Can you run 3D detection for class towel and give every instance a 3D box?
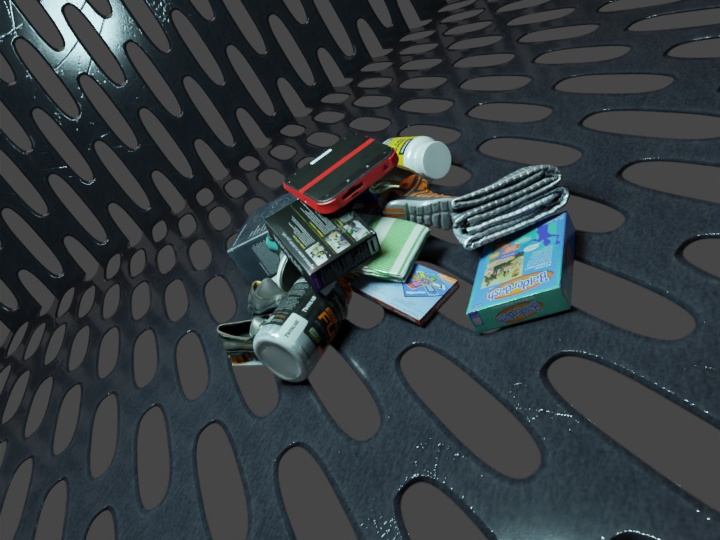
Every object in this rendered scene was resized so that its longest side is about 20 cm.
[{"bbox_3d":[0.021,-0.048,1.247,0.196,0.024,0.154,10,49,27],"label":"towel"},{"bbox_3d":[0.246,-0.118,1.127,0.196,0.087,0.166,-23,7,9],"label":"towel"}]

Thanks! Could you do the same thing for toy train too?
[{"bbox_3d":[0.022,-0.193,1.339,0.197,0.085,0.117,-4,47,40],"label":"toy train"}]

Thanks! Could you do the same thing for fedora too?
[{"bbox_3d":[0.054,-0.165,1.474,0.198,0.199,0.084,-12,62,41],"label":"fedora"}]

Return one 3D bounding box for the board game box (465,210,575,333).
[{"bbox_3d":[0.253,0.000,1.021,0.150,0.045,0.201,-19,28,32],"label":"board game box"}]

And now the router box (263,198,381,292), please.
[{"bbox_3d":[-0.075,-0.068,1.239,0.147,0.052,0.200,-31,47,-13],"label":"router box"}]

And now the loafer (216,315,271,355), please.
[{"bbox_3d":[-0.216,0.125,1.320,0.197,0.063,0.072,-17,28,36],"label":"loafer"}]

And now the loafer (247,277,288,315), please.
[{"bbox_3d":[-0.192,0.053,1.351,0.071,0.074,0.199,-7,-1,-29],"label":"loafer"}]

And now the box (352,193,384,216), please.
[{"bbox_3d":[-0.027,-0.072,1.435,0.197,0.116,0.133,-5,36,44],"label":"box"}]

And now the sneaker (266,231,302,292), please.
[{"bbox_3d":[-0.150,-0.040,1.341,0.119,0.084,0.202,-8,45,39],"label":"sneaker"}]

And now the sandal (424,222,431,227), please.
[{"bbox_3d":[0.120,-0.104,1.388,0.079,0.055,0.200,-6,22,36],"label":"sandal"}]

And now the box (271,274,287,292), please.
[{"bbox_3d":[-0.151,0.006,1.547,0.198,0.042,0.039,-37,23,-1],"label":"box"}]

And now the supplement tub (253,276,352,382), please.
[{"bbox_3d":[-0.100,0.095,1.216,0.121,0.123,0.201,-11,34,42],"label":"supplement tub"}]

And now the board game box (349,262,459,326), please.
[{"bbox_3d":[0.076,0.028,1.183,0.103,0.020,0.198,-44,38,-18],"label":"board game box"}]

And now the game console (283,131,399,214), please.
[{"bbox_3d":[-0.038,-0.195,1.291,0.199,0.031,0.176,-38,38,-16],"label":"game console"}]

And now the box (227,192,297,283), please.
[{"bbox_3d":[-0.211,-0.093,1.704,0.193,0.125,0.202,-21,28,26],"label":"box"}]

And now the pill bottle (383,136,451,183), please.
[{"bbox_3d":[0.129,-0.266,1.586,0.112,0.113,0.199,-42,25,-17],"label":"pill bottle"}]

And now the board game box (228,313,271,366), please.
[{"bbox_3d":[-0.163,0.117,1.377,0.197,0.026,0.201,-11,34,44],"label":"board game box"}]

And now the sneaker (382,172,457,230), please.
[{"bbox_3d":[0.145,-0.145,1.305,0.195,0.079,0.113,7,45,9],"label":"sneaker"}]

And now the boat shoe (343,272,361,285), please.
[{"bbox_3d":[0.000,0.000,1.324,0.196,0.073,0.073,8,55,28],"label":"boat shoe"}]
